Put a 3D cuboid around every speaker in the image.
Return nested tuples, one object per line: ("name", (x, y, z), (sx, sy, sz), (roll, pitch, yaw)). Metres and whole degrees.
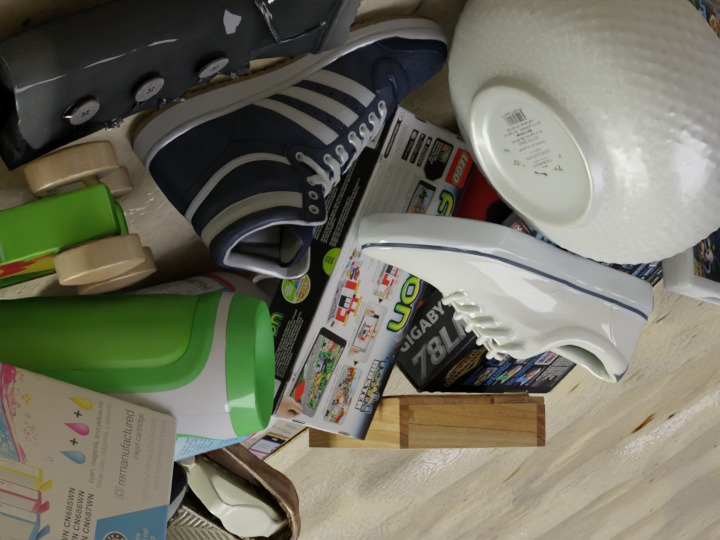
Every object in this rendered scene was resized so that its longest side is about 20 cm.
("speaker", (-0.152, 0.055, 1.346), (0.199, 0.089, 0.089), (-1, 158, 7))

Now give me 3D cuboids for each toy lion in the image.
("toy lion", (-0.209, -0.005, 1.248), (0.191, 0.069, 0.200), (-17, 178, -2))

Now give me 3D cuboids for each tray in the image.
("tray", (0.040, 0.100, 1.585), (0.098, 0.037, 0.200), (1, 175, -18))

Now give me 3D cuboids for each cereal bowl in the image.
("cereal bowl", (0.123, -0.084, 1.368), (0.083, 0.200, 0.200), (-38, 162, -29))

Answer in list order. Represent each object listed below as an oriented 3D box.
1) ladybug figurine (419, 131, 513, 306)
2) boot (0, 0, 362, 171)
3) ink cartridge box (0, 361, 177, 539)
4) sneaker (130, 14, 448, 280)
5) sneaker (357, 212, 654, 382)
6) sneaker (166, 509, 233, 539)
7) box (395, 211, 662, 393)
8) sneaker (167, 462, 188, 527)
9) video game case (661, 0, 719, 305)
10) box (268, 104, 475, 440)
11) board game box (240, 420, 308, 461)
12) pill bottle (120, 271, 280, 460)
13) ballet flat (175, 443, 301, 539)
("ladybug figurine", (0.065, -0.024, 1.592), (0.135, 0.072, 0.200), (-12, 149, -39))
("boot", (-0.094, -0.135, 1.190), (0.199, 0.066, 0.165), (-19, 152, -19))
("ink cartridge box", (-0.216, 0.131, 1.274), (0.199, 0.129, 0.125), (19, 138, -19))
("sneaker", (-0.019, -0.067, 1.352), (0.199, 0.109, 0.070), (-23, 156, -22))
("sneaker", (0.087, 0.017, 1.432), (0.199, 0.071, 0.073), (17, 169, -21))
("sneaker", (-0.149, 0.200, 1.676), (0.085, 0.199, 0.075), (77, 29, -75))
("box", (0.135, 0.001, 1.581), (0.200, 0.050, 0.198), (-47, 156, 20))
("sneaker", (-0.202, 0.152, 1.470), (0.199, 0.090, 0.070), (-29, -166, -16))
("video game case", (0.234, -0.076, 1.569), (0.023, 0.201, 0.182), (-7, 170, 28))
("box", (0.000, 0.000, 1.468), (0.110, 0.035, 0.201), (21, 91, -58))
("board game box", (-0.082, 0.089, 1.663), (0.200, 0.046, 0.151), (-36, 157, 8))
("pill bottle", (-0.114, 0.062, 1.487), (0.199, 0.109, 0.109), (-13, 151, -37))
("ballet flat", (-0.110, 0.127, 1.567), (0.200, 0.067, 0.068), (33, 109, -31))
